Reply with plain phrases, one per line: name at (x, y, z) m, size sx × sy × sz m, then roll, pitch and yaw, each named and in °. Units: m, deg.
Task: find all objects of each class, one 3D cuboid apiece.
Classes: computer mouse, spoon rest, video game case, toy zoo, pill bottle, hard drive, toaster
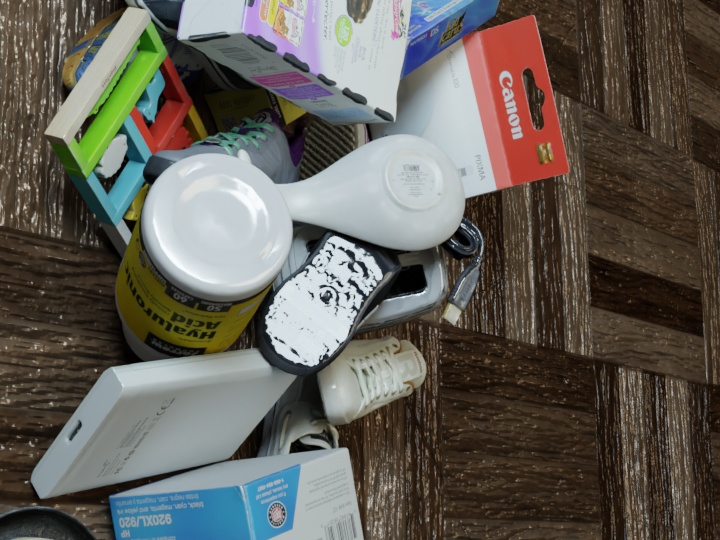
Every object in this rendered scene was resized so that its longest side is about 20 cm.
computer mouse at (0.012, 0.019, 1.126) m, size 0.139 × 0.046 × 0.201 m, roll 31°, pitch 70°, yaw 2°
spoon rest at (-0.008, -0.065, 1.104) m, size 0.197 × 0.061 × 0.101 m, roll 2°, pitch 71°, yaw -21°
video game case at (0.016, -0.270, 1.330) m, size 0.200 × 0.180 × 0.046 m, roll -40°, pitch 150°, yaw -48°
toy zoo at (-0.174, -0.092, 1.109) m, size 0.132 × 0.020 × 0.201 m, roll -63°, pitch 152°, yaw -26°
pill bottle at (-0.127, 0.004, 1.051) m, size 0.110 × 0.200 × 0.113 m, roll 7°, pitch 65°, yaw -15°
hard drive at (-0.146, 0.115, 1.075) m, size 0.199 × 0.132 × 0.026 m, roll -5°, pitch 51°, yaw -52°
toaster at (0.000, 0.000, 1.215) m, size 0.129 × 0.197 × 0.115 m, roll 168°, pitch -86°, yaw -83°

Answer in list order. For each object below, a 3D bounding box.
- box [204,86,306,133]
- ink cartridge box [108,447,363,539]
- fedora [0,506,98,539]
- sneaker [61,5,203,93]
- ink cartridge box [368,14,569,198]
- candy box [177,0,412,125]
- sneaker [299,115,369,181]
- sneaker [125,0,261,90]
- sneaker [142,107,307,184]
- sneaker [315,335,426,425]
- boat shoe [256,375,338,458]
box at (-0.056, -0.183, 1.296) m, size 0.200 × 0.075 × 0.051 m, roll -42°, pitch 116°, yaw -49°
ink cartridge box at (-0.087, 0.258, 1.091) m, size 0.147 × 0.143 × 0.203 m, roll -8°, pitch 88°, yaw -57°
fedora at (-0.210, 0.269, 0.979) m, size 0.199 × 0.091 × 0.204 m, roll 16°, pitch 70°, yaw -50°
sneaker at (-0.168, -0.187, 1.152) m, size 0.089 × 0.075 × 0.201 m, roll 60°, pitch 43°, yaw -24°
ink cartridge box at (0.099, -0.152, 1.382) m, size 0.047 × 0.198 × 0.162 m, roll -18°, pitch 95°, yaw -52°
candy box at (-0.041, -0.226, 1.093) m, size 0.199 × 0.071 × 0.170 m, roll 23°, pitch 72°, yaw -51°
sneaker at (-0.005, -0.064, 1.344) m, size 0.114 × 0.072 × 0.204 m, roll 1°, pitch 91°, yaw -56°
sneaker at (-0.116, -0.213, 1.113) m, size 0.200 × 0.078 × 0.079 m, roll 38°, pitch 58°, yaw -56°
sneaker at (-0.108, -0.098, 1.132) m, size 0.200 × 0.074 × 0.089 m, roll 8°, pitch 98°, yaw -67°
sneaker at (0.012, 0.088, 1.251) m, size 0.200 × 0.084 × 0.074 m, roll -26°, pitch 100°, yaw -78°
boat shoe at (-0.052, 0.154, 1.228) m, size 0.072 × 0.065 × 0.202 m, roll 47°, pitch 48°, yaw -34°
